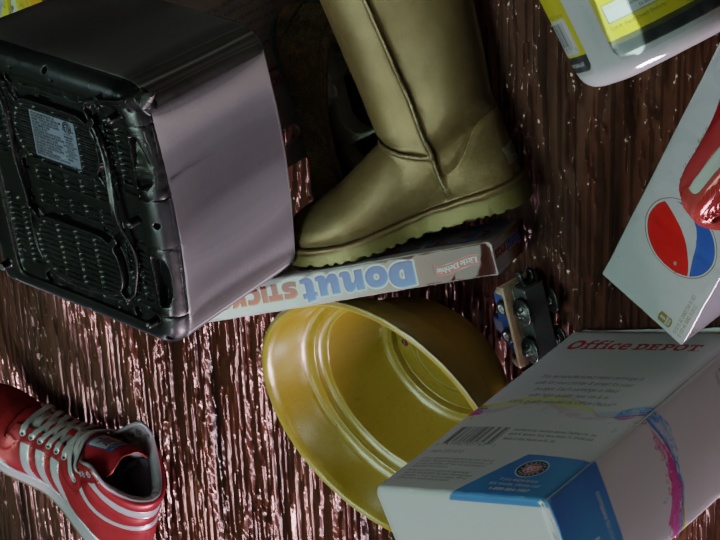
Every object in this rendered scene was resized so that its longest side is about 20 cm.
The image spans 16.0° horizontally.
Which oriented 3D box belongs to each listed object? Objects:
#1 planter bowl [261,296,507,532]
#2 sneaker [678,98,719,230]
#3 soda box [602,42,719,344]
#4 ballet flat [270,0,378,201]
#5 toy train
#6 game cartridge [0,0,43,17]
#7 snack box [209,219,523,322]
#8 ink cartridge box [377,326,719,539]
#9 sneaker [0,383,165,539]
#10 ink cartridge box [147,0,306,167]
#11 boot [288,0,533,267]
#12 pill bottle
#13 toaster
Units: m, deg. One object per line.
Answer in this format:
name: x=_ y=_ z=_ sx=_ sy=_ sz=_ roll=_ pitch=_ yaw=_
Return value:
planter bowl: x=0.036 y=0.080 z=1.699 sx=0.200 sy=0.083 sz=0.201 roll=27 pitch=141 yaw=25
sneaker: x=0.218 y=-0.123 z=1.334 sx=0.116 sy=0.200 sz=0.078 roll=47 pitch=-174 yaw=36
soda box: x=0.210 y=-0.053 z=1.445 sx=0.068 sy=0.064 sz=0.201 roll=42 pitch=139 yaw=19
ballet flat: x=-0.004 y=-0.082 z=1.666 sx=0.070 sy=0.071 sz=0.201 roll=7 pitch=119 yaw=45
toy train: x=0.120 y=0.087 z=1.667 sx=0.046 sy=0.034 sz=0.201 roll=23 pitch=132 yaw=53
game cartridge: x=-0.235 y=-0.131 z=1.815 sx=0.177 sy=0.032 sz=0.201 roll=-116 pitch=33 yaw=-41
snack box: x=0.000 y=0.000 z=1.633 sx=0.199 sy=0.072 sz=0.024 roll=-10 pitch=99 yaw=19
ink cartridge box: x=0.133 y=0.117 z=1.537 sx=0.144 sy=0.200 sz=0.085 roll=-1 pitch=118 yaw=48
sneaker: x=-0.234 y=0.140 z=2.059 sx=0.200 sy=0.071 sz=0.113 roll=40 pitch=143 yaw=11
ink cartridge box: x=-0.098 y=-0.158 z=1.670 sx=0.067 sy=0.116 sz=0.201 roll=-1 pitch=113 yaw=48
boot: x=0.003 y=-0.118 z=1.592 sx=0.174 sy=0.066 sz=0.201 roll=-18 pitch=106 yaw=11
pill bottle: x=0.128 y=-0.210 z=1.390 sx=0.112 sy=0.112 sz=0.201 roll=-19 pitch=100 yaw=52
toaster: x=-0.141 y=-0.068 z=1.587 sx=0.199 sy=0.118 sz=0.182 roll=19 pitch=129 yaw=41
